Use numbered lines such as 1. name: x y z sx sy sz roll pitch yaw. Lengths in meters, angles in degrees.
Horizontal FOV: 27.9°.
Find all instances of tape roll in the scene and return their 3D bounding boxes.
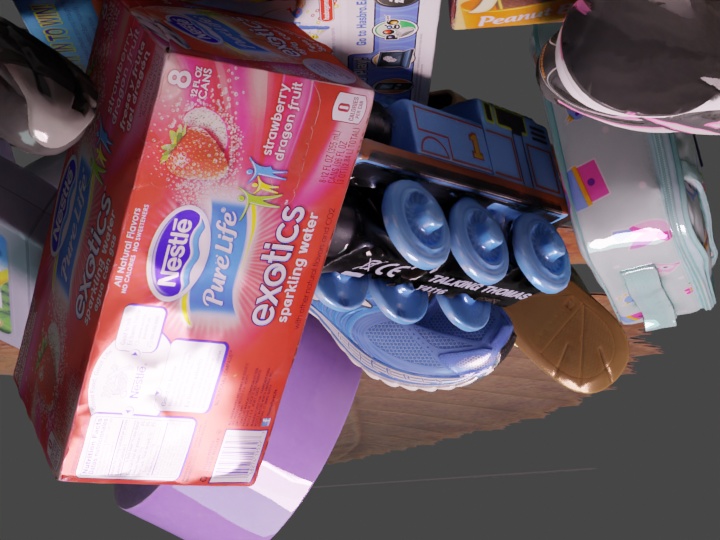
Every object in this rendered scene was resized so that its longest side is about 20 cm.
1. tape roll: -0.082 0.087 0.985 0.084 0.202 0.200 29 154 -19

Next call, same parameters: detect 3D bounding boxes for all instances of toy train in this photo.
1. toy train: 0.034 -0.036 0.764 0.086 0.115 0.199 -28 155 36

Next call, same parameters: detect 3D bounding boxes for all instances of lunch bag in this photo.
1. lunch bag: 0.161 -0.054 0.844 0.076 0.162 0.200 -16 161 14

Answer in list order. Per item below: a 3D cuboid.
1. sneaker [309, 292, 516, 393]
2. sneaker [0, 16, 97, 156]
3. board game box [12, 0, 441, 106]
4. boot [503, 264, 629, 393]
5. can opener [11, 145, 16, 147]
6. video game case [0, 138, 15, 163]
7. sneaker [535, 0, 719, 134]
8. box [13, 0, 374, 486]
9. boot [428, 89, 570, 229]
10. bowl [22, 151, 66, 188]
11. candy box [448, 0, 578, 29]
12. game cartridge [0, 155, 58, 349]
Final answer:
1. sneaker: 0.000 0.000 0.852 0.199 0.079 0.089 27 151 14
2. sneaker: -0.181 -0.084 0.633 0.075 0.080 0.200 32 -177 -45
3. board game box: -0.060 -0.128 0.734 0.193 0.057 0.200 -3 165 -1
4. boot: 0.089 -0.009 0.967 0.073 0.200 0.155 -47 -177 4
5. can opener: -0.184 -0.099 0.823 0.066 0.054 0.199 -10 165 36
6. video game case: -0.262 -0.048 0.797 0.180 0.022 0.201 19 147 12
7. sneaker: 0.173 -0.099 0.681 0.198 0.081 0.086 7 178 -15
8. box: -0.080 -0.012 0.650 0.099 0.202 0.096 6 -157 -30
9. boot: 0.070 -0.057 1.018 0.199 0.069 0.187 13 165 -37
10. bowl: -0.129 -0.001 0.854 0.200 0.090 0.202 33 151 21
11. candy box: 0.138 -0.160 0.653 0.197 0.056 0.116 -3 166 0
12. game cartridge: -0.214 -0.023 0.745 0.198 0.041 0.134 25 145 4
